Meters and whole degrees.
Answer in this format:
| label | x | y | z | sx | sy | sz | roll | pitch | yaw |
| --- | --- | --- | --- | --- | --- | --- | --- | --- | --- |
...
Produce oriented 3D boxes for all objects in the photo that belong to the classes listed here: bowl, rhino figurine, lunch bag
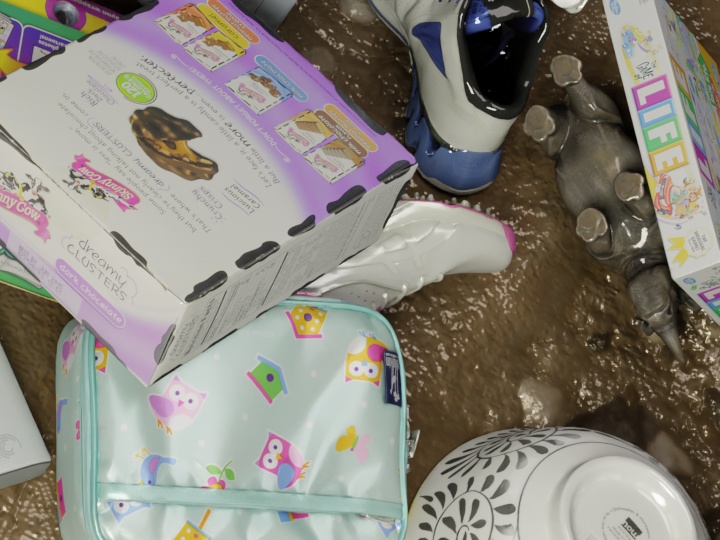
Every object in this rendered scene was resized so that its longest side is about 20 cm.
| label | x | y | z | sx | sy | sz | roll | pitch | yaw |
| --- | --- | --- | --- | --- | --- | --- | --- | --- | --- |
| bowl | 0.132 | 0.163 | 1.447 | 0.199 | 0.094 | 0.202 | 12 | 57 | -19 |
| rhino figurine | 0.163 | -0.033 | 1.586 | 0.059 | 0.087 | 0.201 | -27 | 72 | 11 |
| lunch bag | -0.065 | 0.096 | 1.387 | 0.198 | 0.077 | 0.162 | 4 | 74 | -22 |

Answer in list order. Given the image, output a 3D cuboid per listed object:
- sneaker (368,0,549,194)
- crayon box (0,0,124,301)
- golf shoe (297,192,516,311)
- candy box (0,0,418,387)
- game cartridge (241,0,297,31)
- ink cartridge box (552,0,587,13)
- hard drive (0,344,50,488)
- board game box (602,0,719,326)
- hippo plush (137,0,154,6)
| label | x | y | z | sx | sy | sz | roll | pitch | yaw |
| --- | --- | --- | --- | --- | --- | --- | --- | --- | --- |
| sneaker | 0.068 | -0.161 | 1.589 | 0.080 | 0.115 | 0.201 | -1 | 63 | -27 |
| crayon box | -0.186 | -0.077 | 1.434 | 0.199 | 0.058 | 0.174 | 21 | 52 | -23 |
| golf shoe | 0.000 | 0.000 | 1.501 | 0.198 | 0.075 | 0.092 | 3 | 76 | -22 |
| candy box | -0.097 | -0.053 | 1.367 | 0.168 | 0.072 | 0.200 | 43 | 45 | 15 |
| game cartridge | -0.025 | -0.213 | 1.562 | 0.041 | 0.133 | 0.201 | 33 | 53 | -2 |
| ink cartridge box | 0.111 | -0.255 | 1.627 | 0.144 | 0.084 | 0.200 | 36 | 20 | -3 |
| hard drive | -0.264 | 0.035 | 1.370 | 0.131 | 0.026 | 0.201 | -15 | 70 | -32 |
| board game box | 0.211 | -0.067 | 1.607 | 0.134 | 0.034 | 0.201 | 36 | 38 | -57 |
| hippo plush | -0.133 | -0.239 | 1.520 | 0.158 | 0.161 | 0.202 | 6 | 77 | 11 |
